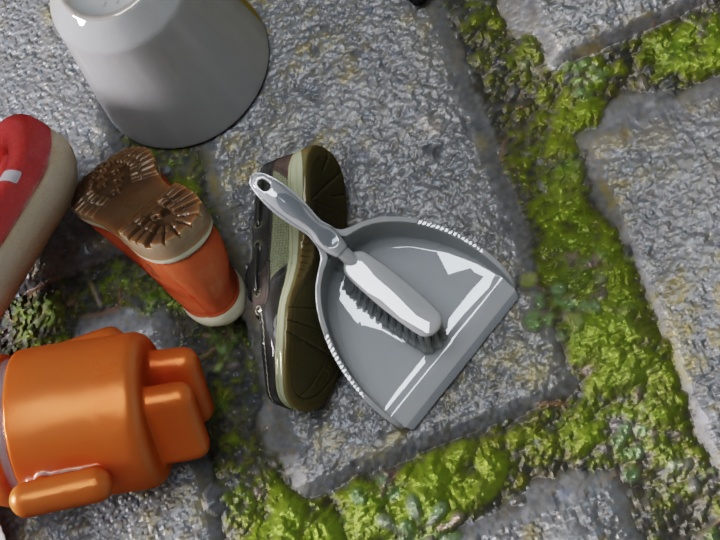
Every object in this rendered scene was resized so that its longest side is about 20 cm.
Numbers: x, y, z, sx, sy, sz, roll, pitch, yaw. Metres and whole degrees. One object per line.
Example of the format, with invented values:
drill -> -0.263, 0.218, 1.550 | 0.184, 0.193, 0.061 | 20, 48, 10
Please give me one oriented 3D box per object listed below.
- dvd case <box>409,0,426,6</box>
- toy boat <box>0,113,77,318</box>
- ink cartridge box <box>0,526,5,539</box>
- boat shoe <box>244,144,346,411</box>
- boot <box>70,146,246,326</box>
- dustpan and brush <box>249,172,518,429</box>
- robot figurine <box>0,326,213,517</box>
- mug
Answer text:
dvd case -> 0.074, -0.322, 1.325 | 0.200, 0.018, 0.143 | -42, 64, -3
toy boat -> -0.306, -0.039, 1.244 | 0.130, 0.130, 0.200 | 33, 58, -12
ink cartridge box -> -0.347, 0.187, 1.245 | 0.160, 0.050, 0.201 | -27, 68, 5
boat shoe -> -0.052, 0.008, 1.213 | 0.066, 0.072, 0.202 | -9, 70, 37
boot -> -0.154, -0.024, 1.250 | 0.075, 0.107, 0.200 | -39, 36, -8
dustpan and brush -> 0.000, 0.000, 1.163 | 0.200, 0.057, 0.140 | 39, 82, 5
robot figurine -> -0.210, 0.108, 1.187 | 0.199, 0.117, 0.145 | -9, 75, 6
mug -> -0.176, -0.207, 1.282 | 0.149, 0.153, 0.187 | -37, 63, 2
